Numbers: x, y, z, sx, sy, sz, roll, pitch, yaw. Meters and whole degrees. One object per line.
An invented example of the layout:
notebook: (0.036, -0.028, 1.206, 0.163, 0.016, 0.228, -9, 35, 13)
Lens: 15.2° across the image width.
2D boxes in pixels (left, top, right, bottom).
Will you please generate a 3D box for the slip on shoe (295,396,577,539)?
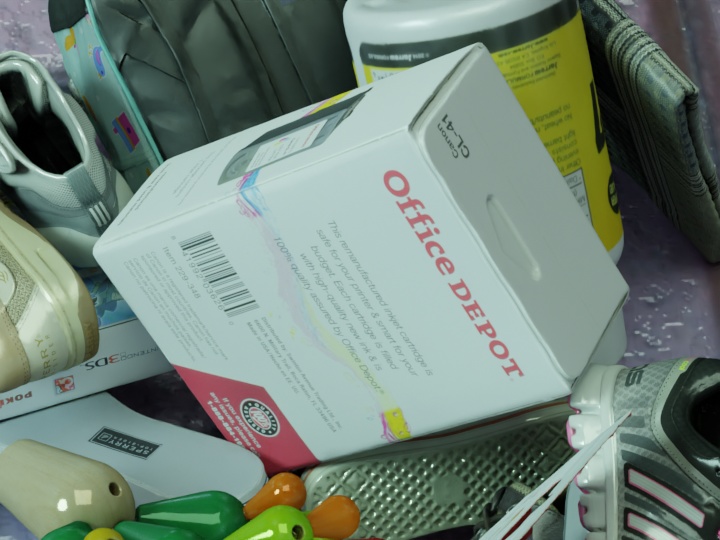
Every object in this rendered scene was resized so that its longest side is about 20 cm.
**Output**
slip on shoe: (0.062, 0.092, 1.325, 0.199, 0.074, 0.061, -6, 24, -13)

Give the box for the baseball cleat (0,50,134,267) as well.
baseball cleat: (-0.174, -0.081, 1.340, 0.070, 0.107, 0.200, -37, 46, -18)

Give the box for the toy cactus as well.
toy cactus: (-0.094, 0.127, 1.177, 0.165, 0.103, 0.200, 26, 32, 34)

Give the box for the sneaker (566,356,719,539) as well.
sneaker: (0.147, 0.122, 1.161, 0.087, 0.074, 0.201, -20, 59, 23)

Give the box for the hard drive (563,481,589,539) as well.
hard drive: (0.181, 0.180, 1.233, 0.199, 0.027, 0.132, 20, 56, -20)

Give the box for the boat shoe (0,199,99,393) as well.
boat shoe: (-0.204, -0.013, 1.288, 0.064, 0.072, 0.200, -28, 46, -28)

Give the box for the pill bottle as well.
pill bottle: (0.065, -0.046, 1.308, 0.114, 0.201, 0.114, -11, 19, 4)

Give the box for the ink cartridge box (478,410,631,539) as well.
ink cartridge box: (0.037, 0.159, 1.122, 0.050, 0.200, 0.162, 48, 33, 2)

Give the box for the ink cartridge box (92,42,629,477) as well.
ink cartridge box: (0.000, 0.000, 1.235, 0.199, 0.148, 0.086, -18, 24, 37)

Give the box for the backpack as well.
backpack: (-0.053, -0.088, 1.386, 0.175, 0.153, 0.201, -26, 87, -22)

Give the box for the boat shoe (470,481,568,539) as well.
boat shoe: (0.084, 0.129, 1.278, 0.199, 0.065, 0.073, -27, 16, -18)

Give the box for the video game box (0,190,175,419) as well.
video game box: (-0.208, 0.001, 1.362, 0.181, 0.047, 0.200, -17, 41, -12)

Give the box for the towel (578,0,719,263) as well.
towel: (0.124, -0.109, 1.398, 0.035, 0.200, 0.193, -40, 63, -5)

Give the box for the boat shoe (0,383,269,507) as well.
boat shoe: (-0.125, 0.100, 1.307, 0.199, 0.057, 0.069, 19, 40, 34)
